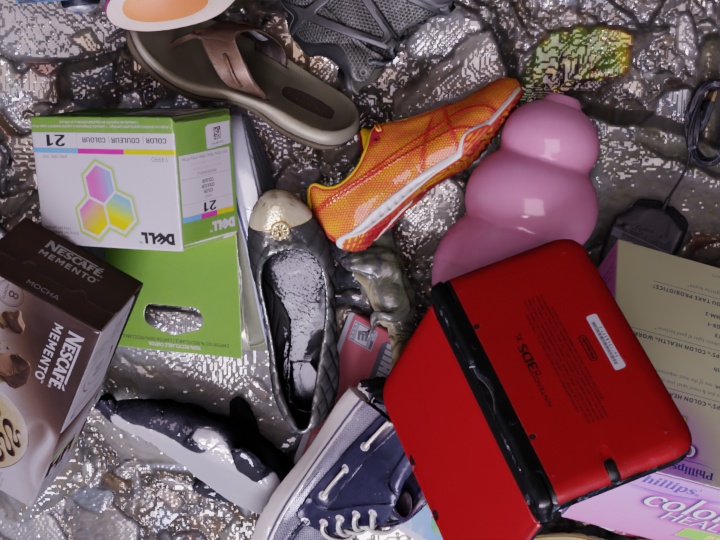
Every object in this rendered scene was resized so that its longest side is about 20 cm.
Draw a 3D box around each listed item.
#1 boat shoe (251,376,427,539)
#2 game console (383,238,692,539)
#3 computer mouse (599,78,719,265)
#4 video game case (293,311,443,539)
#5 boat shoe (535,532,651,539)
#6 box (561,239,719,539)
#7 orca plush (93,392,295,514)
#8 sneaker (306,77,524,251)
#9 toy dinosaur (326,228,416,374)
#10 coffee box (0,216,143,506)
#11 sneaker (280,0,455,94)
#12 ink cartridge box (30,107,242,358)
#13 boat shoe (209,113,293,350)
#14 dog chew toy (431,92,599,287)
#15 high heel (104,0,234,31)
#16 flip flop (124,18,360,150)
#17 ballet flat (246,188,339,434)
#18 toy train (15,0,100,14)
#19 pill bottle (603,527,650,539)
[{"bbox_3d":[-0.011,0.190,1.225,0.093,0.075,0.200,41,109,37],"label":"boat shoe"},{"bbox_3d":[0.120,0.105,1.109,0.172,0.200,0.119,-20,144,-7],"label":"game console"},{"bbox_3d":[0.253,-0.062,1.257,0.058,0.034,0.201,29,96,14],"label":"computer mouse"},{"bbox_3d":[0.045,0.138,1.247,0.200,0.017,0.144,27,103,31],"label":"video game case"},{"bbox_3d":[0.194,0.258,1.253,0.199,0.068,0.072,-5,144,38],"label":"boat shoe"},{"bbox_3d":[0.255,0.102,1.173,0.175,0.201,0.097,15,143,-8],"label":"box"},{"bbox_3d":[-0.123,0.139,1.299,0.199,0.071,0.105,22,146,7],"label":"orca plush"},{"bbox_3d":[0.044,-0.099,1.216,0.200,0.073,0.077,-36,80,-12],"label":"sneaker"},{"bbox_3d":[0.000,0.000,1.252,0.088,0.047,0.201,-13,79,11],"label":"toy dinosaur"},{"bbox_3d":[-0.265,0.074,1.226,0.113,0.080,0.200,30,123,3],"label":"coffee box"},{"bbox_3d":[0.037,-0.202,1.209,0.198,0.076,0.115,-4,103,5],"label":"sneaker"},{"bbox_3d":[-0.174,-0.025,1.215,0.147,0.076,0.201,3,102,32],"label":"ink cartridge box"},{"bbox_3d":[-0.096,-0.025,1.248,0.062,0.072,0.201,-10,102,7],"label":"boat shoe"},{"bbox_3d":[0.132,-0.042,1.219,0.124,0.125,0.201,17,93,-2],"label":"dog chew toy"},{"bbox_3d":[-0.112,-0.256,1.187,0.200,0.096,0.067,-32,128,5],"label":"high heel"},{"bbox_3d":[-0.087,-0.161,1.208,0.199,0.081,0.058,27,142,-6],"label":"flip flop"},{"bbox_3d":[-0.048,0.032,1.206,0.066,0.057,0.201,-8,111,3],"label":"ballet flat"},{"bbox_3d":[-0.230,-0.296,1.173,0.086,0.114,0.201,-5,101,2],"label":"toy train"},{"bbox_3d":[0.219,0.158,1.255,0.199,0.114,0.115,22,101,-3],"label":"pill bottle"}]
